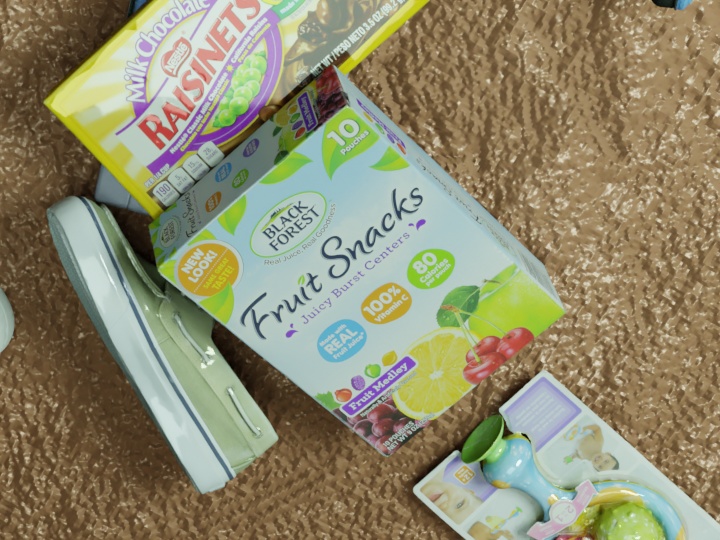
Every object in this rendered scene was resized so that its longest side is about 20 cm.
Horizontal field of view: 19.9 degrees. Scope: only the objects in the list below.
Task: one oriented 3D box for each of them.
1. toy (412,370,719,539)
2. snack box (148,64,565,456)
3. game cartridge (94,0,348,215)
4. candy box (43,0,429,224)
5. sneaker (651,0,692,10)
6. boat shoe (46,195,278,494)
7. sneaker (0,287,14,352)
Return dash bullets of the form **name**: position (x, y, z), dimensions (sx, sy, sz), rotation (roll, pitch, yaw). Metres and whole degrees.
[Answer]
- **toy**: position (0.140, 0.166, 1.243), dimensions (0.200, 0.047, 0.115), rotation (42, 108, -14)
- **snack box**: position (0.000, 0.000, 1.149), dimensions (0.142, 0.053, 0.200), rotation (-40, 123, 13)
- **game cartridge**: position (-0.070, -0.117, 1.145), dimensions (0.128, 0.038, 0.202), rotation (13, 111, -9)
- **candy box**: position (-0.068, -0.122, 1.113), dimensions (0.200, 0.026, 0.102), rotation (-41, 102, 14)
- **sneaker**: position (0.129, -0.230, 1.078), dimensions (0.082, 0.071, 0.201), rotation (-22, 105, 15)
- **boat shoe**: position (-0.115, 0.036, 1.194), dimensions (0.062, 0.072, 0.201), rotation (-32, 114, -11)
- **sneaker**: position (-0.273, -0.012, 1.144), dimensions (0.073, 0.116, 0.200), rotation (-34, 106, 15)
